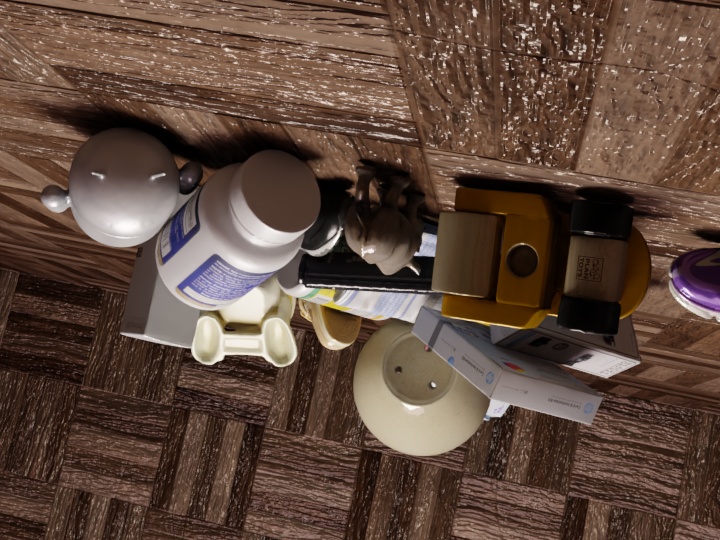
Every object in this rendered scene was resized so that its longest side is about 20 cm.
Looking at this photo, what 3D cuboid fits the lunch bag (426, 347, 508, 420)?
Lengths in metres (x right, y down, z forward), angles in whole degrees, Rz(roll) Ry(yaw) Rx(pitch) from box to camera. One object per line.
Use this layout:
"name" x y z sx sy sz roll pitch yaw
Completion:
"lunch bag" 0.176 0.129 1.554 0.168 0.202 0.127 17 171 -25

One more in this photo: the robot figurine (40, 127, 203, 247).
"robot figurine" -0.254 -0.087 1.036 0.168 0.114 0.200 -15 180 -18

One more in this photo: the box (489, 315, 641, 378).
"box" 0.248 0.052 1.189 0.199 0.118 0.060 16 145 -31

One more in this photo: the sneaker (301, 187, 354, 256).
"sneaker" -0.085 -0.065 1.098 0.087 0.076 0.199 23 167 -27

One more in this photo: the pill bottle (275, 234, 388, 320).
"pill bottle" 0.000 0.000 1.251 0.199 0.114 0.112 18 170 -33

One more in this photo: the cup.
"cup" 0.082 0.144 1.313 0.198 0.202 0.143 11 167 8

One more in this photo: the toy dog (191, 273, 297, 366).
"toy dog" -0.156 0.008 1.312 0.138 0.195 0.201 -6 -148 6

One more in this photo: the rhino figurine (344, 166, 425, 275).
"rhino figurine" 0.033 -0.041 1.018 0.059 0.088 0.200 10 173 19

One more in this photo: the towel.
"towel" 0.078 0.009 1.194 0.199 0.147 0.024 15 -145 -32

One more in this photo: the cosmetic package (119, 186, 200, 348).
"cosmetic package" -0.245 -0.007 1.254 0.074 0.202 0.101 17 170 -30

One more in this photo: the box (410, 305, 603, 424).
"box" 0.172 0.111 1.165 0.155 0.041 0.200 17 -171 -29

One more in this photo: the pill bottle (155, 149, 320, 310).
"pill bottle" -0.128 -0.044 1.023 0.119 0.121 0.200 16 152 -28

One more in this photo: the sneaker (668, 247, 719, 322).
"sneaker" 0.391 0.000 0.904 0.198 0.081 0.084 2 153 17

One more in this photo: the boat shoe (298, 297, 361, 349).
"boat shoe" -0.050 0.039 1.324 0.073 0.201 0.069 24 124 -28

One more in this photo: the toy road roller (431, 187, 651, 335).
"toy road roller" 0.180 -0.006 0.945 0.198 0.124 0.146 8 -178 23

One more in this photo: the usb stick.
"usb stick" 0.029 0.002 1.106 0.198 0.056 0.033 3 131 6
